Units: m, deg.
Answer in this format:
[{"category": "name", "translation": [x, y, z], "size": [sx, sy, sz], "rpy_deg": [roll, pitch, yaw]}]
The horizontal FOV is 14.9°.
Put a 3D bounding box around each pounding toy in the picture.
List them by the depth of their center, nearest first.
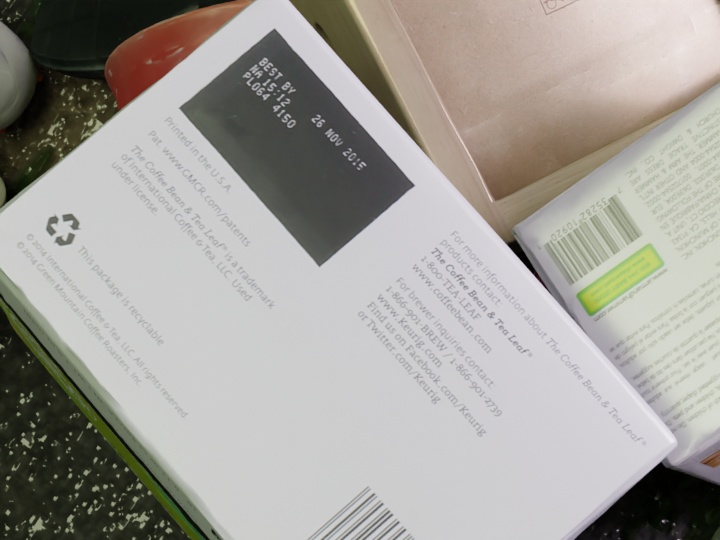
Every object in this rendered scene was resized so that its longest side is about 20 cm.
[{"category": "pounding toy", "translation": [0.066, -0.122, 1.061], "size": [0.184, 0.142, 0.200], "rpy_deg": [-27, 86, -11]}]

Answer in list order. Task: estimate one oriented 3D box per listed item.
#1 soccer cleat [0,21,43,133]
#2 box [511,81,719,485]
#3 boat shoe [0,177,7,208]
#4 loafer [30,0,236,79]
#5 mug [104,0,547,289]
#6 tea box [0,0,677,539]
[{"category": "soccer cleat", "translation": [-0.229, -0.126, 1.261], "size": [0.200, 0.078, 0.069], "rpy_deg": [31, 90, 27]}, {"category": "box", "translation": [0.148, 0.008, 1.001], "size": [0.112, 0.200, 0.101], "rpy_deg": [-35, 74, 9]}, {"category": "boat shoe", "translation": [-0.245, -0.036, 1.266], "size": [0.200, 0.057, 0.067], "rpy_deg": [14, 47, 21]}, {"category": "loafer", "translation": [-0.062, -0.111, 1.192], "size": [0.200, 0.072, 0.073], "rpy_deg": [-5, 66, 44]}, {"category": "mug", "translation": [-0.007, -0.001, 1.112], "size": [0.177, 0.133, 0.200], "rpy_deg": [-13, 75, 21]}, {"category": "tea box", "translation": [-0.016, 0.038, 0.954], "size": [0.134, 0.197, 0.200], "rpy_deg": [-40, 83, -8]}]
